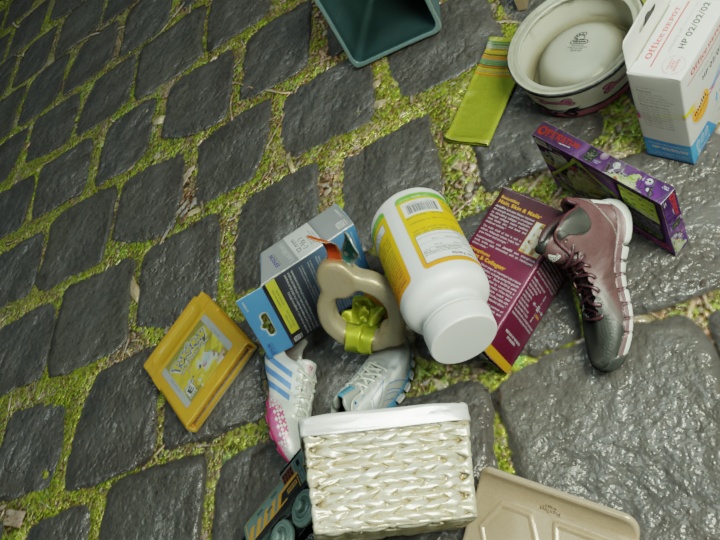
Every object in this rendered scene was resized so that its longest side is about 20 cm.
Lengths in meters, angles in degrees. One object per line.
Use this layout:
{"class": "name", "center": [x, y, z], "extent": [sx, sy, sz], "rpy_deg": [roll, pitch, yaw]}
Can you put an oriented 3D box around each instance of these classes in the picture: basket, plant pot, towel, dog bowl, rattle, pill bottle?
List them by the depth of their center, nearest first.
{"class": "basket", "center": [0.029, 0.236, 0.741], "extent": [0.193, 0.136, 0.127], "rpy_deg": [-3, 64, -4]}
{"class": "pill bottle", "center": [0.089, 0.006, 0.778], "extent": [0.110, 0.111, 0.203], "rpy_deg": [-33, 48, 14]}
{"class": "rattle", "center": [0.000, 0.000, 0.871], "extent": [0.128, 0.203, 0.144], "rpy_deg": [-6, 33, 39]}
{"class": "dog bowl", "center": [0.319, -0.316, 0.946], "extent": [0.196, 0.074, 0.205], "rpy_deg": [-18, 54, 27]}
{"class": "towel", "center": [0.209, -0.294, 1.049], "extent": [0.085, 0.018, 0.204], "rpy_deg": [14, 73, 41]}
{"class": "plant pot", "center": [0.037, -0.552, 1.217], "extent": [0.192, 0.197, 0.204], "rpy_deg": [-14, 46, 27]}

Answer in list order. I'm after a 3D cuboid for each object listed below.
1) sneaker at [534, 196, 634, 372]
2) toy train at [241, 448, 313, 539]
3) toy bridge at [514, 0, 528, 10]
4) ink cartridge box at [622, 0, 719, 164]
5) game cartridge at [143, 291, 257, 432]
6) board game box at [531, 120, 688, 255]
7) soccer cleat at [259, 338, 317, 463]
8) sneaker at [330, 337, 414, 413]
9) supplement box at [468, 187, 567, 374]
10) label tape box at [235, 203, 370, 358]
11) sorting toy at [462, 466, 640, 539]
{"class": "sneaker", "center": [0.251, 0.010, 0.750], "extent": [0.075, 0.112, 0.206], "rpy_deg": [151, 126, -67]}
{"class": "toy train", "center": [-0.091, 0.332, 0.849], "extent": [0.202, 0.084, 0.114], "rpy_deg": [-53, 34, 10]}
{"class": "toy bridge", "center": [0.330, -0.465, 1.030], "extent": [0.196, 0.067, 0.028], "rpy_deg": [3, 64, 36]}
{"class": "ink cartridge box", "center": [0.382, -0.237, 0.768], "extent": [0.067, 0.200, 0.117], "rpy_deg": [26, 79, 41]}
{"class": "game cartridge", "center": [-0.286, 0.151, 1.130], "extent": [0.199, 0.032, 0.178], "rpy_deg": [34, 86, 42]}
{"class": "board game box", "center": [0.306, -0.105, 0.799], "extent": [0.032, 0.120, 0.200], "rpy_deg": [-44, 48, -2]}
{"class": "soccer cleat", "center": [-0.097, 0.183, 0.950], "extent": [0.085, 0.070, 0.203], "rpy_deg": [-32, 50, 15]}
{"class": "sneaker", "center": [0.007, 0.167, 0.876], "extent": [0.074, 0.087, 0.204], "rpy_deg": [12, 70, 41]}
{"class": "supplement box", "center": [0.188, 0.011, 0.837], "extent": [0.109, 0.085, 0.202], "rpy_deg": [29, 83, 43]}
{"class": "label tape box", "center": [-0.084, 0.018, 0.952], "extent": [0.197, 0.145, 0.066], "rpy_deg": [-33, 47, -10]}
{"class": "sorting toy", "center": [0.186, 0.337, 0.687], "extent": [0.181, 0.036, 0.205], "rpy_deg": [8, 73, 38]}
